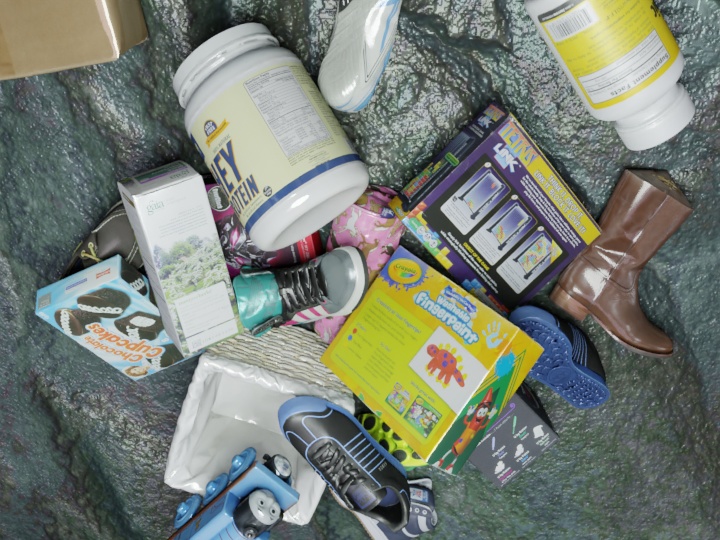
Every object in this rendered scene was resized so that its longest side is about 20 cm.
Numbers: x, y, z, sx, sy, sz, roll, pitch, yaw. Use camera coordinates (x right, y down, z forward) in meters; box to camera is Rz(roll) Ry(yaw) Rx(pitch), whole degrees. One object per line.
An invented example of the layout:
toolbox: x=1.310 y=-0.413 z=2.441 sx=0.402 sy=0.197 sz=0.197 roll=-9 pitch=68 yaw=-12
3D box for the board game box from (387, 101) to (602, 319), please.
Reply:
board game box: x=0.155 y=-0.060 z=0.942 sx=0.165 sy=0.057 sz=0.200 roll=-43 pitch=119 yaw=5

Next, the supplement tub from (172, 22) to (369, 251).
supplement tub: x=-0.097 y=-0.140 z=0.874 sx=0.144 sy=0.145 sz=0.202 roll=-34 pitch=83 yaw=18

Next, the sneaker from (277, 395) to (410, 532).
sneaker: x=-0.013 y=0.221 z=0.939 sx=0.199 sy=0.078 sz=0.070 roll=39 pitch=109 yaw=-23

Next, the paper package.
paper package: x=-0.340 y=-0.314 z=0.855 sx=0.187 sy=0.104 sz=0.203 roll=-6 pitch=116 yaw=8

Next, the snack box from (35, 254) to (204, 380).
snack box: x=-0.288 y=0.064 z=1.020 sx=0.115 sy=0.038 sz=0.200 roll=-22 pitch=144 yaw=11

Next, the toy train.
toy train: x=-0.154 y=0.295 z=0.960 sx=0.086 sy=0.115 sz=0.200 roll=41 pitch=113 yaw=-18

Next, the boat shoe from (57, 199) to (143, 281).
boat shoe: x=-0.310 y=-0.009 z=0.998 sx=0.072 sy=0.061 sz=0.201 roll=42 pitch=127 yaw=-2

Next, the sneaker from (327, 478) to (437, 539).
sneaker: x=0.035 y=0.306 z=1.154 sx=0.107 sy=0.071 sz=0.201 roll=-24 pitch=119 yaw=19

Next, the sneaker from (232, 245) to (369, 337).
sneaker: x=-0.082 y=0.023 z=0.944 sx=0.119 sy=0.199 sz=0.085 roll=-8 pitch=78 yaw=-32

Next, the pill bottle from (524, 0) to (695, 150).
pill bottle: x=0.265 y=-0.229 z=0.860 sx=0.110 sy=0.112 sz=0.201 roll=-32 pitch=111 yaw=17

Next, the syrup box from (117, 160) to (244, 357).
syrup box: x=-0.202 y=-0.014 z=0.938 sx=0.078 sy=0.081 sz=0.203 roll=-22 pitch=116 yaw=-21

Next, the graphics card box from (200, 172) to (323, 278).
graphics card box: x=-0.153 y=-0.057 z=1.000 sx=0.196 sy=0.051 sz=0.127 roll=-7 pitch=116 yaw=8

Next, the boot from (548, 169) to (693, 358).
boot: x=0.351 y=-0.009 z=0.995 sx=0.184 sy=0.064 sz=0.202 roll=25 pitch=110 yaw=-11

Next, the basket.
basket: x=-0.120 y=0.179 z=1.052 sx=0.197 sy=0.161 sz=0.201 roll=19 pitch=116 yaw=-5

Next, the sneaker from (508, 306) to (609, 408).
sneaker: x=0.234 y=0.091 z=1.002 sx=0.070 sy=0.079 sz=0.200 roll=-30 pitch=129 yaw=22

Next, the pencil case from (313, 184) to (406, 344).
pencil case: x=0.000 y=0.000 z=1.004 sx=0.086 sy=0.082 sz=0.203 roll=32 pitch=121 yaw=32

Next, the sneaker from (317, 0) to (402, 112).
sneaker: x=0.011 y=-0.269 z=0.888 sx=0.071 sy=0.072 sz=0.203 roll=27 pitch=105 yaw=20

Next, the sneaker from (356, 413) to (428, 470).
sneaker: x=0.054 y=0.219 z=1.075 sx=0.082 sy=0.199 sz=0.075 roll=19 pitch=75 yaw=-23

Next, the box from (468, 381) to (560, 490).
box: x=0.140 y=0.154 z=1.041 sx=0.106 sy=0.123 sz=0.200 roll=-42 pitch=108 yaw=10

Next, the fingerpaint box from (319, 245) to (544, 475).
fingerpaint box: x=0.074 y=0.095 z=0.917 sx=0.168 sy=0.199 sz=0.073 roll=-55 pitch=137 yaw=1
